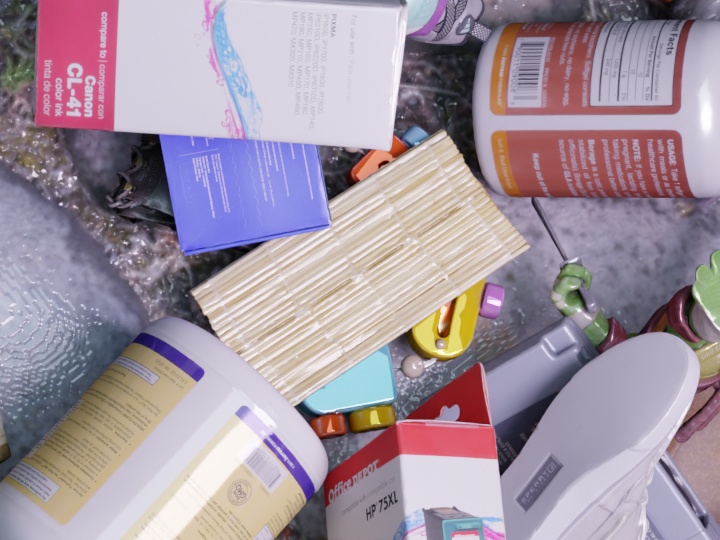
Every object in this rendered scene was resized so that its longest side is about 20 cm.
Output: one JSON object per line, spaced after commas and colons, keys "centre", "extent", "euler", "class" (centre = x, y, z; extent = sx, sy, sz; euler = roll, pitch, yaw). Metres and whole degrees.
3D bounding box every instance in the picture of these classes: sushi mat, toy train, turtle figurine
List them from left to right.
{"centre": [0.000, 0.000, 1.428], "extent": [0.200, 0.012, 0.096], "euler": [-33, 86, -15], "class": "sushi mat"}
{"centre": [0.002, 0.013, 1.462], "extent": [0.150, 0.056, 0.200], "euler": [41, 76, 0], "class": "toy train"}
{"centre": [0.198, -0.004, 1.425], "extent": [0.144, 0.194, 0.201], "euler": [16, 75, -18], "class": "turtle figurine"}

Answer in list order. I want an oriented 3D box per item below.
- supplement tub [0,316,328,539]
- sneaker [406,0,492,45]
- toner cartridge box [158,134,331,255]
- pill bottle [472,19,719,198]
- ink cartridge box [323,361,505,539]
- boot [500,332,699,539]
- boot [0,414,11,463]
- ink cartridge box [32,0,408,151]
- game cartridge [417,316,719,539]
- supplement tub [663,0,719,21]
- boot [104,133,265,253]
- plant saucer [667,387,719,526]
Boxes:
{"centre": [-0.132, 0.143, 1.363], "extent": [0.145, 0.145, 0.200], "euler": [44, 76, -5], "class": "supplement tub"}
{"centre": [0.006, -0.199, 1.472], "extent": [0.078, 0.140, 0.200], "euler": [-54, 53, 17], "class": "sneaker"}
{"centre": [-0.081, -0.116, 1.395], "extent": [0.095, 0.043, 0.201], "euler": [-10, 93, -3], "class": "toner cartridge box"}
{"centre": [0.179, -0.101, 1.443], "extent": [0.199, 0.112, 0.113], "euler": [2, 82, 19], "class": "pill bottle"}
{"centre": [0.032, 0.162, 1.343], "extent": [0.067, 0.116, 0.201], "euler": [5, 66, -24], "class": "ink cartridge box"}
{"centre": [0.147, 0.128, 1.385], "extent": [0.200, 0.074, 0.095], "euler": [-47, 135, 13], "class": "boot"}
{"centre": [-0.319, 0.060, 1.366], "extent": [0.199, 0.072, 0.155], "euler": [-10, 86, -20], "class": "boot"}
{"centre": [-0.078, -0.124, 1.296], "extent": [0.199, 0.148, 0.086], "euler": [6, 102, -1], "class": "ink cartridge box"}
{"centre": [0.130, 0.139, 1.444], "extent": [0.133, 0.042, 0.200], "euler": [-29, 104, 25], "class": "game cartridge"}
{"centre": [0.288, -0.143, 1.511], "extent": [0.122, 0.123, 0.200], "euler": [-40, 93, -15], "class": "supplement tub"}
{"centre": [-0.116, -0.113, 1.439], "extent": [0.200, 0.069, 0.175], "euler": [26, 82, -6], "class": "boot"}
{"centre": [0.272, 0.157, 1.516], "extent": [0.200, 0.037, 0.201], "euler": [2, 84, -14], "class": "plant saucer"}
